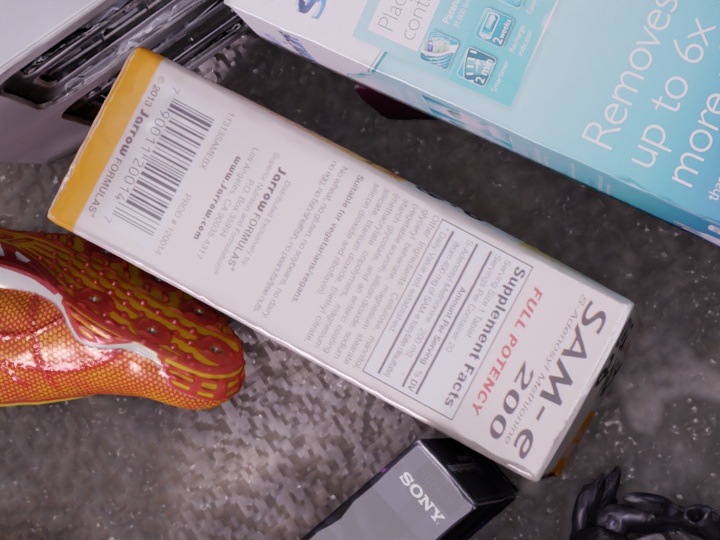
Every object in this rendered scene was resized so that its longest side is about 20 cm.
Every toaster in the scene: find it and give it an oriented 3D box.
[{"bbox_3d":[-0.107,-0.133,0.811,0.200,0.181,0.119,-34,84,5],"label":"toaster"}]

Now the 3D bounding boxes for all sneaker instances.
[{"bbox_3d":[-0.140,0.024,0.875,0.199,0.073,0.077,14,112,13],"label":"sneaker"}]

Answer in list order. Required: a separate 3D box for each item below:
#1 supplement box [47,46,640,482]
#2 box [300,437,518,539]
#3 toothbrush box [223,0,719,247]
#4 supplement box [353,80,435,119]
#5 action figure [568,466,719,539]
[{"bbox_3d":[0.000,0.000,0.815,0.200,0.126,0.074,28,90,9],"label":"supplement box"},{"bbox_3d":[-0.033,0.135,0.805,0.200,0.143,0.036,-39,81,5],"label":"box"},{"bbox_3d":[0.076,-0.110,0.743,0.200,0.085,0.147,26,90,7],"label":"toothbrush box"},{"bbox_3d":[0.057,-0.161,0.834,0.110,0.086,0.201,0,88,9],"label":"supplement box"},{"bbox_3d":[0.129,0.134,0.793,0.102,0.200,0.119,37,64,-26],"label":"action figure"}]
